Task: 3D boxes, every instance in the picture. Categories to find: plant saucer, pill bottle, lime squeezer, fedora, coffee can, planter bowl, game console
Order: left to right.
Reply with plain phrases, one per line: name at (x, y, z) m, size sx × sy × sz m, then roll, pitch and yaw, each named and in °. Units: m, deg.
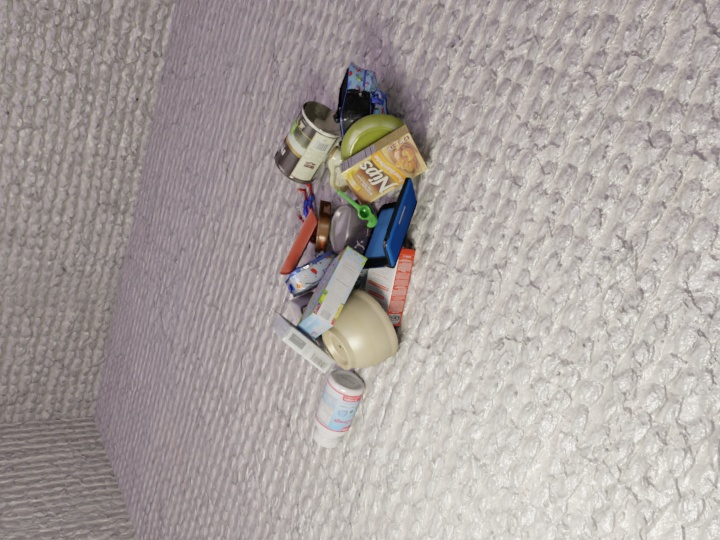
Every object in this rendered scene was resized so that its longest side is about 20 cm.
plant saucer at (-0.177, -0.073, 1.878) m, size 0.203 × 0.036 × 0.200 m, roll -64°, pitch 4°, yaw -5°
coffee can at (-0.157, -0.388, 1.946) m, size 0.201 × 0.144 × 0.148 m, roll -51°, pitch 50°, yaw 36°
pill bottle at (-0.067, 0.391, 1.790) m, size 0.109 × 0.107 × 0.204 m, roll 41°, pitch 118°, yaw 46°
fedora at (-0.029, -0.104, 1.797) m, size 0.175 × 0.089 × 0.205 m, roll 23°, pitch 105°, yaw 51°
planter bowl at (-0.016, 0.171, 1.651) m, size 0.200 × 0.133 × 0.203 m, roll 42°, pitch 151°, yaw 30°
lime squeezer at (0.008, -0.149, 1.637) m, size 0.038 × 0.200 × 0.071 m, roll -44°, pitch 57°, yaw 2°
plant saucer at (0.046, -0.297, 1.634) m, size 0.031 × 0.196 × 0.202 m, roll -98°, pitch 32°, yaw -57°
game console at (0.060, -0.117, 1.604) m, size 0.116 × 0.172 × 0.204 m, roll 12°, pitch 66°, yaw 18°

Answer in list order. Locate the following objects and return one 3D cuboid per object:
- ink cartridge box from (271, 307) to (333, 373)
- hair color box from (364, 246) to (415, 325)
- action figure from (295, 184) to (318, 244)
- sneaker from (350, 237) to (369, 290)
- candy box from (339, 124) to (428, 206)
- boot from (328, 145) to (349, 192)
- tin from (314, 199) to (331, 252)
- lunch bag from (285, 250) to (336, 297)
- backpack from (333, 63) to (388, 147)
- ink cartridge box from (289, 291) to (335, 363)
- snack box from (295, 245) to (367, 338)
ink cartridge box at (-0.171, 0.182, 1.705) m, size 0.048 × 0.160 × 0.199 m, roll -51°, pitch 28°, yaw -6°
hair color box at (0.071, 0.031, 1.679) m, size 0.110 × 0.063 × 0.205 m, roll 23°, pitch 104°, yaw 50°
action figure at (-0.164, -0.177, 2.018) m, size 0.065 × 0.051 × 0.205 m, roll -31°, pitch 65°, yaw 41°
sneaker at (0.000, 0.000, 1.758) m, size 0.203 × 0.085 × 0.078 m, roll -66°, pitch 32°, yaw 27°
candy box at (0.058, -0.262, 1.605) m, size 0.197 × 0.116 × 0.056 m, roll -29°, pitch 34°, yaw 12°
boot at (-0.009, -0.254, 1.787) m, size 0.152 × 0.201 × 0.073 m, roll 28°, pitch 73°, yaw 13°
tin at (-0.110, -0.130, 1.876) m, size 0.202 × 0.041 × 0.114 m, roll -92°, pitch 14°, yaw -59°
lunch bag at (-0.141, 0.013, 1.817) m, size 0.077 × 0.158 × 0.200 m, roll 61°, pitch 167°, yaw 3°
backpack at (0.008, -0.441, 1.707) m, size 0.183 × 0.131 × 0.205 m, roll 74°, pitch -158°, yaw -71°
ink cartridge box at (-0.115, 0.160, 1.838) m, size 0.199 × 0.083 × 0.148 m, roll 23°, pitch 130°, yaw 57°
snack box at (-0.075, 0.058, 1.616) m, size 0.203 × 0.067 × 0.168 m, roll -64°, pitch 11°, yaw -23°
